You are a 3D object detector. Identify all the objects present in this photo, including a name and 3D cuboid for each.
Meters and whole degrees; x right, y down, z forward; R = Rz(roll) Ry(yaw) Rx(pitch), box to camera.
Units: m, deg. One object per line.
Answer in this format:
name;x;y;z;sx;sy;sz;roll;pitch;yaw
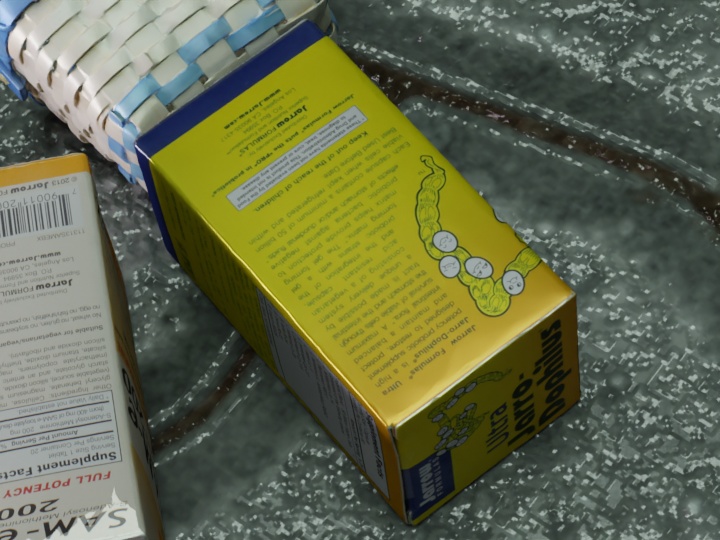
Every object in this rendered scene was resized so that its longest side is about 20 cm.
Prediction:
supplement box;0.000;0.000;1.347;0.109;0.109;0.200;-36;64;-13
basket;-0.121;-0.150;1.418;0.176;0.139;0.200;-36;78;-8
supplement box;-0.138;0.065;1.317;0.073;0.126;0.200;-11;61;-1
